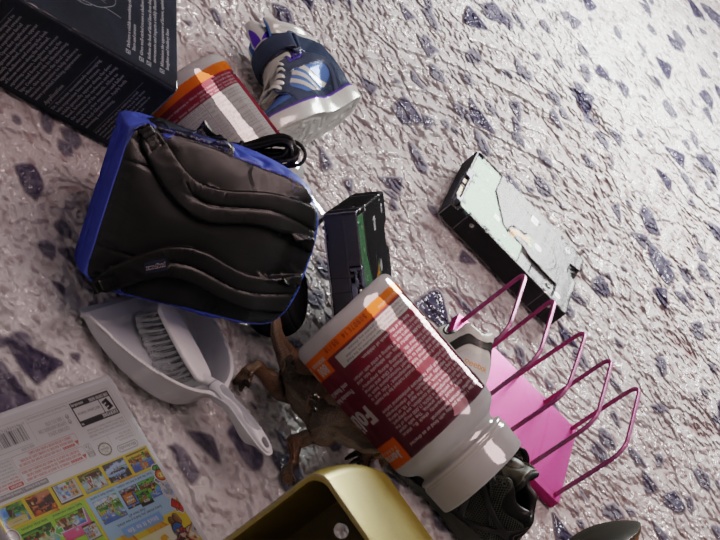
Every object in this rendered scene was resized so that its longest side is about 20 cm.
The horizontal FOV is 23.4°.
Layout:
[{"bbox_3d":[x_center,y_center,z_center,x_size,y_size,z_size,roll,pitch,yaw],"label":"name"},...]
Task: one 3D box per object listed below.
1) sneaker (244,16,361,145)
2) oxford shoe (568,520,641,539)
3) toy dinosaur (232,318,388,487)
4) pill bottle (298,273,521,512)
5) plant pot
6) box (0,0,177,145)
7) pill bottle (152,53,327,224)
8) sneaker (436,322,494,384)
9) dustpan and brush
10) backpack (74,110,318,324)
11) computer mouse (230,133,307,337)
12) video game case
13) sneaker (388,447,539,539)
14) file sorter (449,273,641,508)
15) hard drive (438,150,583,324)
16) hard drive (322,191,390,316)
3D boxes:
[{"bbox_3d":[-0.097,-0.211,1.931,0.147,0.081,0.200,47,34,8],"label":"sneaker"},{"bbox_3d":[0.256,0.325,1.865,0.200,0.071,0.072,-35,115,-58],"label":"oxford shoe"},{"bbox_3d":[-0.035,0.123,1.664,0.135,0.086,0.201,-6,59,-53],"label":"toy dinosaur"},{"bbox_3d":[0.046,0.113,1.583,0.200,0.114,0.114,49,32,2],"label":"pill bottle"},{"bbox_3d":[-0.018,0.275,1.442,0.201,0.199,0.176,53,21,4],"label":"plant pot"},{"bbox_3d":[-0.285,-0.239,1.682,0.199,0.107,0.150,29,38,-33],"label":"box"},{"bbox_3d":[-0.126,-0.109,1.751,0.201,0.109,0.109,53,32,2],"label":"pill bottle"},{"bbox_3d":[0.077,0.099,1.732,0.073,0.199,0.081,23,74,-23],"label":"sneaker"},{"bbox_3d":[-0.148,0.093,1.567,0.201,0.057,0.139,57,32,9],"label":"dustpan and brush"},{"bbox_3d":[-0.144,-0.052,1.585,0.198,0.164,0.168,16,12,-18],"label":"backpack"},{"bbox_3d":[-0.122,-0.032,1.682,0.046,0.139,0.203,-34,125,-68],"label":"computer mouse"},{"bbox_3d":[-0.226,0.187,1.411,0.183,0.023,0.199,57,31,9],"label":"video game case"},{"bbox_3d":[0.103,0.191,1.744,0.200,0.114,0.076,47,30,-2],"label":"sneaker"},{"bbox_3d":[0.196,0.125,1.913,0.200,0.125,0.139,44,33,-12],"label":"file sorter"},{"bbox_3d":[0.187,-0.040,2.150,0.200,0.038,0.140,45,32,-12],"label":"hard drive"},{"bbox_3d":[0.000,0.000,1.748,0.200,0.037,0.141,-50,135,-79],"label":"hard drive"}]
